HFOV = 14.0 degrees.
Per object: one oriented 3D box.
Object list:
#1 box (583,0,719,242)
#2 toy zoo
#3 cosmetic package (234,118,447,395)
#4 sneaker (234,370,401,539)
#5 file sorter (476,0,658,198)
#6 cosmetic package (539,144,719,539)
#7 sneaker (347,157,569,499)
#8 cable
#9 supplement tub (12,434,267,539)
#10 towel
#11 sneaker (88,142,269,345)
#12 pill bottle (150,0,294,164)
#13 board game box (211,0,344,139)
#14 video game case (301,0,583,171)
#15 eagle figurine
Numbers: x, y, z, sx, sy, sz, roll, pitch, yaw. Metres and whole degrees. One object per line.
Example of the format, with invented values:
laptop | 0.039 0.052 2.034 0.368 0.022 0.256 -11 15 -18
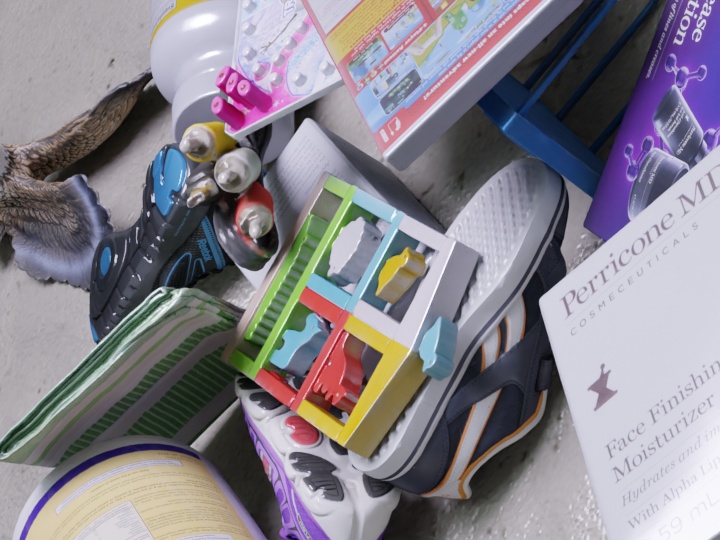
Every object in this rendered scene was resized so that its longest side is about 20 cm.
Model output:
box | 0.212 -0.084 1.532 0.141 0.079 0.201 37 111 53
toy zoo | -0.002 0.026 1.678 0.132 0.020 0.200 -61 31 1
cosmetic package | 0.000 0.000 1.784 0.102 0.071 0.200 -54 34 10
sneaker | -0.033 0.120 1.739 0.200 0.080 0.084 -112 29 -61
file sorter | 0.122 -0.133 1.670 0.123 0.139 0.200 -50 35 9
cosmetic package | 0.211 0.066 1.384 0.165 0.165 0.201 -41 38 23
sneaker | 0.072 0.036 1.656 0.201 0.079 0.078 -60 31 7
cable | -0.064 -0.068 1.797 0.050 0.097 0.200 -30 13 21
supplement tub | -0.111 0.202 1.713 0.146 0.145 0.200 -54 34 9
towel | -0.125 0.073 1.786 0.152 0.200 0.023 -43 71 10
sneaker | -0.123 -0.007 1.955 0.200 0.081 0.074 -50 41 48
pill bottle | -0.086 -0.169 1.982 0.112 0.112 0.201 -33 43 33
board game box | -0.003 -0.195 1.726 0.199 0.026 0.201 -25 44 32
video game case | 0.038 -0.160 1.615 0.143 0.017 0.200 -43 38 14
eagle figurine | -0.233 -0.069 2.113 0.199 0.151 0.153 1 107 21
